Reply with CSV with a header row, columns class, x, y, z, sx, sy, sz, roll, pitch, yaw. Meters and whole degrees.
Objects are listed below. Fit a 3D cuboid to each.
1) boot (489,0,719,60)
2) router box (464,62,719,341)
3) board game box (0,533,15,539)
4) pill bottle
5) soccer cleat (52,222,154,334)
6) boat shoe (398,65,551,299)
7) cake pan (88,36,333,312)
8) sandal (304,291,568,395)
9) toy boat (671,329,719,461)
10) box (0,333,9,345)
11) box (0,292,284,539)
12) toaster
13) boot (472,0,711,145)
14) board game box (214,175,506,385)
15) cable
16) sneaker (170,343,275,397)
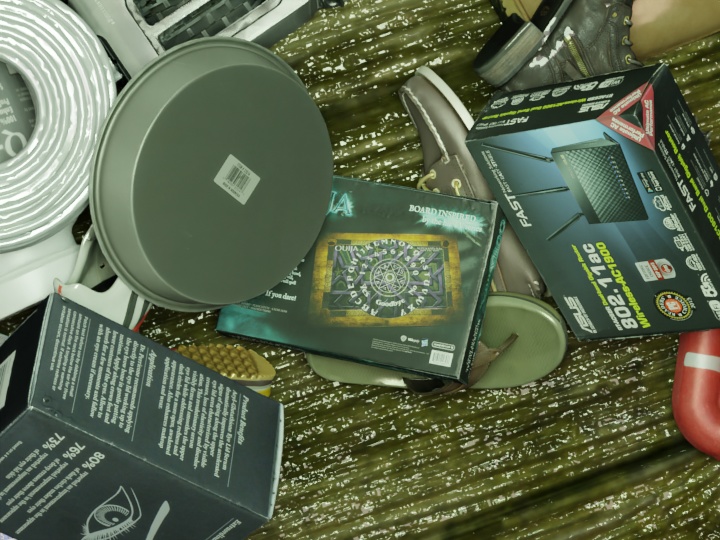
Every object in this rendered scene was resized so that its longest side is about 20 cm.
class,x,y,z,sx,sy,sz,roll,pitch,yaw
boot,0.195,-0.237,1.720,0.199,0.066,0.176,-29,103,-1
router box,0.186,-0.045,1.629,0.200,0.149,0.062,58,47,-26
board game box,-0.273,0.226,1.700,0.199,0.062,0.201,-18,91,-1
pill bottle,-0.276,-0.068,1.672,0.115,0.116,0.201,-24,91,-2
soccer cleat,-0.160,-0.019,1.654,0.068,0.085,0.200,11,46,28
boat shoe,0.079,-0.057,1.710,0.059,0.072,0.201,-31,97,-5
cake pan,-0.098,-0.065,1.612,0.200,0.037,0.201,-11,109,-35
sandal,0.057,0.066,1.695,0.200,0.057,0.080,-6,119,9
toy boat,0.309,0.049,1.687,0.130,0.131,0.201,8,90,-3
box,-0.331,0.091,1.670,0.199,0.039,0.137,20,47,-2
box,-0.176,0.128,1.590,0.200,0.148,0.105,28,44,-25
toaster,-0.133,-0.228,1.677,0.200,0.119,0.181,-34,92,-2
boot,0.199,-0.149,1.675,0.200,0.069,0.174,-43,106,13
board game box,0.000,0.000,1.680,0.199,0.028,0.136,11,81,22
cable,-0.267,-0.111,1.583,0.199,0.069,0.201,25,80,-10
sneaker,-0.163,0.102,1.682,0.199,0.075,0.091,6,109,-16
